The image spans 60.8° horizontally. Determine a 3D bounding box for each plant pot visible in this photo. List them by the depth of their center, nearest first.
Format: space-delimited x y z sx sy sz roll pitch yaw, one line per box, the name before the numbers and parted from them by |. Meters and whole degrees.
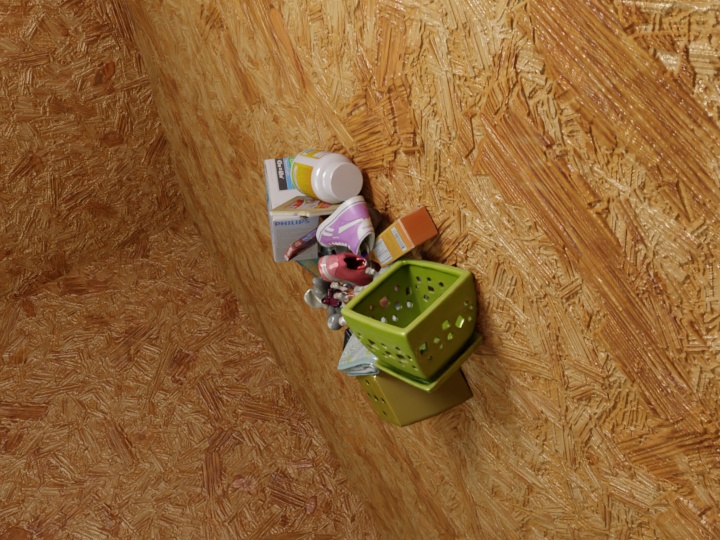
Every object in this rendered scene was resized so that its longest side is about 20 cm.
plant pot | 0.112 0.112 1.201 0.199 0.198 0.183 16 138 50
plant pot | 0.103 0.246 1.420 0.202 0.175 0.200 61 161 -8

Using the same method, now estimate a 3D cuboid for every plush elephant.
plush elephant | -0.070 0.059 1.655 0.154 0.166 0.200 31 177 11

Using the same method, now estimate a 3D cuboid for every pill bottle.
pill bottle | -0.075 -0.214 1.400 0.199 0.110 0.112 28 140 58

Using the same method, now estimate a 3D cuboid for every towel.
towel | 0.031 0.155 1.386 0.048 0.172 0.199 37 156 -16
towel | -0.138 -0.024 1.855 0.146 0.022 0.200 40 162 -6

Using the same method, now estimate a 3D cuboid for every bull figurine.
bull figurine | 0.005 0.064 1.379 0.121 0.066 0.199 33 137 -33

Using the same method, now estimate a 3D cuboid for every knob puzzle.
knob puzzle | -0.085 -0.143 1.416 0.219 0.217 0.031 26 124 59

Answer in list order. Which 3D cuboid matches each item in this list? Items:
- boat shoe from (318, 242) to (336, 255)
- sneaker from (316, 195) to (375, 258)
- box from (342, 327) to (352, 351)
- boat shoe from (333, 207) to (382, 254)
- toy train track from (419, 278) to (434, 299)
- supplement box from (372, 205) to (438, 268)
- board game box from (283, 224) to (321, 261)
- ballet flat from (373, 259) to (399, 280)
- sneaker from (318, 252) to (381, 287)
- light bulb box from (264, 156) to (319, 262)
boat shoe | -0.068 -0.090 1.628 0.061 0.073 0.200 33 154 2
sneaker | -0.032 -0.067 1.341 0.116 0.072 0.200 66 151 10
box | 0.033 0.263 1.779 0.201 0.078 0.142 53 155 24
boat shoe | 0.001 -0.096 1.420 0.200 0.073 0.075 -32 77 57
toy train track | 0.123 0.071 1.381 0.116 0.032 0.200 63 161 0
supplement box | 0.084 -0.065 1.259 0.069 0.066 0.200 60 161 0
board game box | -0.091 -0.092 1.463 0.020 0.199 0.103 55 160 2
ballet flat | 0.058 0.042 1.428 0.072 0.071 0.201 49 156 32
sneaker | 0.000 0.000 1.416 0.086 0.198 0.075 -19 71 43
light bulb box | -0.182 -0.161 1.628 0.201 0.123 0.201 99 162 -59
